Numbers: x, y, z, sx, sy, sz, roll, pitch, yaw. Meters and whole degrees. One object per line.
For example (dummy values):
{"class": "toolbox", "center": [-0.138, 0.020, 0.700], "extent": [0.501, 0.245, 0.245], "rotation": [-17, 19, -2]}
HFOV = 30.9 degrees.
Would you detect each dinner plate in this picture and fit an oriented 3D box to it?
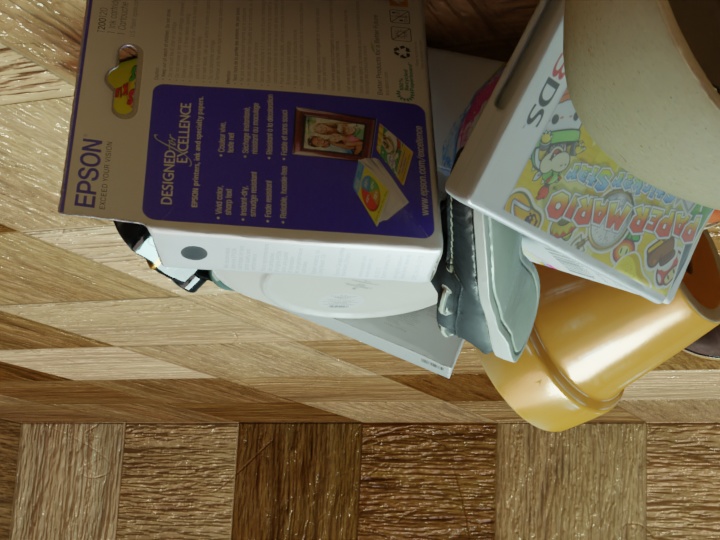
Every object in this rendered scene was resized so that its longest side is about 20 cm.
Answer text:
{"class": "dinner plate", "center": [0.000, 0.000, 0.857], "extent": [0.197, 0.025, 0.201], "rotation": [-1, 160, -1]}

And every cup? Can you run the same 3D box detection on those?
{"class": "cup", "center": [0.166, -0.105, 0.557], "extent": [0.198, 0.203, 0.143], "rotation": [8, 165, -19]}

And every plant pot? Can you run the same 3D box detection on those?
{"class": "plant pot", "center": [0.219, 0.020, 1.168], "extent": [0.182, 0.203, 0.199], "rotation": [-27, 152, 34]}

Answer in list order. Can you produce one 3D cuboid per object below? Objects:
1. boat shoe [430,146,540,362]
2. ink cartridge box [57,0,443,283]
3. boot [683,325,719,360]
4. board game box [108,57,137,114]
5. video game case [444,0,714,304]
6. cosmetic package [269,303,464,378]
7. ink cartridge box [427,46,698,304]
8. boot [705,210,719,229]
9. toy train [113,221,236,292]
{"class": "boat shoe", "center": [0.063, -0.008, 0.753], "extent": [0.060, 0.076, 0.201], "rotation": [15, 150, 19]}
{"class": "ink cartridge box", "center": [-0.058, -0.087, 0.720], "extent": [0.197, 0.200, 0.044], "rotation": [6, 143, -9]}
{"class": "boot", "center": [0.443, 0.041, 1.486], "extent": [0.197, 0.073, 0.167], "rotation": [0, 154, 20]}
{"class": "board game box", "center": [-0.105, -0.103, 0.978], "extent": [0.101, 0.048, 0.199], "rotation": [-7, 163, 36]}
{"class": "video game case", "center": [0.150, -0.090, 0.690], "extent": [0.199, 0.184, 0.023], "rotation": [22, -172, -46]}
{"class": "cosmetic package", "center": [-0.008, 0.004, 0.987], "extent": [0.198, 0.083, 0.051], "rotation": [23, 169, 8]}
{"class": "ink cartridge box", "center": [0.105, -0.066, 0.837], "extent": [0.199, 0.085, 0.144], "rotation": [18, 167, 39]}
{"class": "boot", "center": [0.299, -0.076, 0.970], "extent": [0.198, 0.076, 0.107], "rotation": [0, 167, -29]}
{"class": "toy train", "center": [-0.079, -0.069, 0.887], "extent": [0.200, 0.086, 0.114], "rotation": [-44, 136, 16]}
